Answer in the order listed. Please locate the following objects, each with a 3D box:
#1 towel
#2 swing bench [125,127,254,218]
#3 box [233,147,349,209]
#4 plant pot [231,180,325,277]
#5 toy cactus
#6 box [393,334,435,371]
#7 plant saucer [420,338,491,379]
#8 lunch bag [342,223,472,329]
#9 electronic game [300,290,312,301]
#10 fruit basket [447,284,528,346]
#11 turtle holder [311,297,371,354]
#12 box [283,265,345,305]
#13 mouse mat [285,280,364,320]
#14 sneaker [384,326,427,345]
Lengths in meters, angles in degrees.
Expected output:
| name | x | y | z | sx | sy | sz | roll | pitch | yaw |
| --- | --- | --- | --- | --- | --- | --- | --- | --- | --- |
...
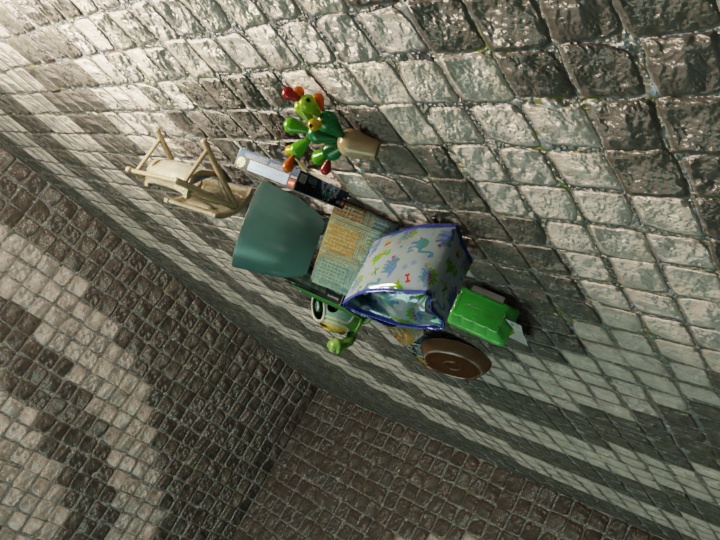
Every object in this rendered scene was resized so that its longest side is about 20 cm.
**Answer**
| name | x | y | z | sx | sy | sz | roll | pitch | yaw |
| --- | --- | --- | --- | --- | --- | --- | --- | --- | --- |
| towel | -0.012 | -0.036 | 1.396 | 0.146 | 0.022 | 0.200 | 24 | 119 | 10 |
| swing bench | -0.393 | -0.209 | 1.591 | 0.199 | 0.130 | 0.200 | 17 | 158 | 38 |
| box | -0.124 | -0.169 | 1.281 | 0.136 | 0.038 | 0.200 | 22 | -176 | 24 |
| plant pot | -0.172 | -0.075 | 1.500 | 0.161 | 0.201 | 0.201 | 21 | 164 | -4 |
| toy cactus | -0.053 | -0.211 | 1.102 | 0.165 | 0.102 | 0.200 | 18 | 152 | 10 |
| box | 0.205 | 0.242 | 2.003 | 0.137 | 0.040 | 0.200 | 11 | 154 | 49 |
| plant saucer | 0.256 | 0.249 | 1.870 | 0.200 | 0.035 | 0.200 | 16 | 151 | 9 |
| lunch bag | 0.081 | 0.010 | 1.255 | 0.200 | 0.170 | 0.128 | 3 | 138 | 32 |
| electronic game | -0.178 | 0.006 | 1.887 | 0.200 | 0.042 | 0.200 | 53 | 175 | 6 |
| fruit basket | 0.268 | 0.099 | 1.457 | 0.185 | 0.094 | 0.200 | 23 | 177 | 24 |
| turtle holder | -0.063 | 0.113 | 1.826 | 0.131 | 0.186 | 0.141 | -1 | -156 | -36 |
| box | -0.073 | 0.035 | 1.607 | 0.200 | 0.046 | 0.159 | 23 | -177 | 31 |
| mouse mat | -0.083 | 0.073 | 1.648 | 0.161 | 0.008 | 0.200 | 23 | 172 | 20 |
| sneaker | 0.102 | 0.113 | 1.763 | 0.200 | 0.088 | 0.076 | 46 | 155 | 41 |
